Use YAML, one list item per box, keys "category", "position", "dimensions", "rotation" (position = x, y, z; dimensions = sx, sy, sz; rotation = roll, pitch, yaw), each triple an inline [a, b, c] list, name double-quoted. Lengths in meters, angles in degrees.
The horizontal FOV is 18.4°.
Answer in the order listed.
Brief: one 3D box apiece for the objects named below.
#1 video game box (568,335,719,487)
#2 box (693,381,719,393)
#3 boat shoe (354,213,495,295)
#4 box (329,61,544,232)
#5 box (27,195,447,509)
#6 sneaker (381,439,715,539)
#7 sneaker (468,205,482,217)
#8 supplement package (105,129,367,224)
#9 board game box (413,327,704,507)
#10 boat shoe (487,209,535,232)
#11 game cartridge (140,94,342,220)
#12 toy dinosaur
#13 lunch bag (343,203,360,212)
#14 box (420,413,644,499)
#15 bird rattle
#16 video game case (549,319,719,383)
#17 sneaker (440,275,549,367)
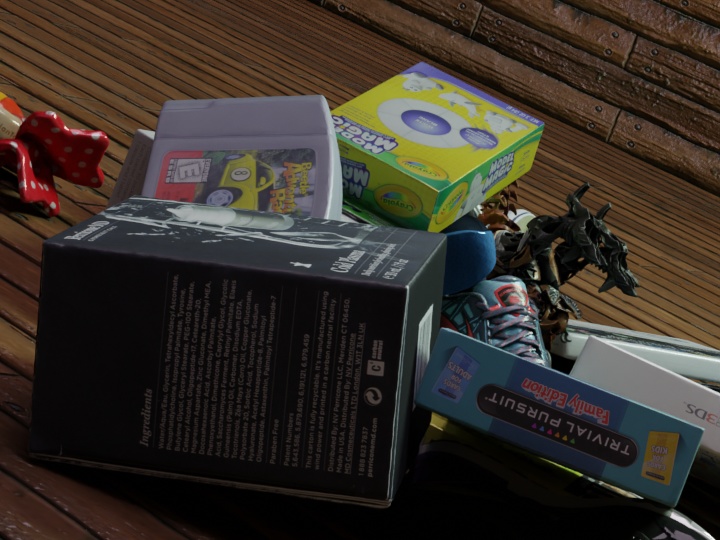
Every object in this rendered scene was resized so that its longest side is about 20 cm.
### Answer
- category: "video game box"
  position: [0.251, 0.120, 1.614]
  dimensions: [0.199, 0.047, 0.182]
  rotation: [25, -5, 13]
- category: "box"
  position: [0.351, 0.125, 1.787]
  dimensions: [0.199, 0.048, 0.192]
  rotation: [11, -4, -43]
- category: "boat shoe"
  position: [0.000, 0.000, 1.655]
  dimensions: [0.198, 0.085, 0.069]
  rotation: [-4, 25, -8]
- category: "box"
  position: [0.038, -0.085, 1.613]
  dimensions: [0.117, 0.049, 0.200]
  rotation: [28, 34, 19]
- category: "box"
  position: [-0.061, 0.039, 1.232]
  dimensions: [0.195, 0.125, 0.200]
  rotation: [6, 9, 7]
- category: "sneaker"
  position: [0.106, 0.163, 1.236]
  dimensions: [0.198, 0.076, 0.088]
  rotation: [16, 18, 10]
- category: "sneaker"
  position: [0.036, -0.048, 1.945]
  dimensions: [0.199, 0.116, 0.075]
  rotation: [23, 11, 3]
- category: "supplement package"
  position: [-0.073, -0.004, 1.536]
  dimensions: [0.199, 0.114, 0.109]
  rotation: [29, 12, 30]
- category: "board game box"
  position: [0.117, 0.086, 1.267]
  dimensions: [0.150, 0.047, 0.200]
  rotation: [21, -2, 10]
- category: "boat shoe"
  position: [0.130, 0.011, 1.851]
  dimensions: [0.062, 0.072, 0.200]
  rotation: [-1, 29, 19]
- category: "game cartridge"
  position: [-0.080, -0.032, 1.443]
  dimensions: [0.132, 0.201, 0.041]
  rotation: [1, -35, 10]
- category: "toy dinosaur"
  position: [0.131, -0.004, 1.728]
  dimensions: [0.135, 0.202, 0.102]
  rotation: [-19, -4, 22]
- category: "lunch bag"
  position: [-0.040, -0.052, 1.779]
  dimensions: [0.199, 0.133, 0.136]
  rotation: [16, 12, -30]
- category: "box"
  position: [0.084, 0.129, 1.371]
  dimensions: [0.199, 0.050, 0.075]
  rotation: [25, 12, 18]
- category: "bird rattle"
  position: [-0.286, -0.117, 1.727]
  dimensions: [0.199, 0.113, 0.163]
  rotation: [24, -5, -2]
- category: "video game case"
  position: [0.226, 0.066, 1.870]
  dimensions: [0.198, 0.024, 0.182]
  rotation: [10, 3, -18]
- category: "sneaker"
  position: [0.095, 0.051, 1.641]
  dimensions: [0.079, 0.096, 0.200]
  rotation: [13, 14, -32]
